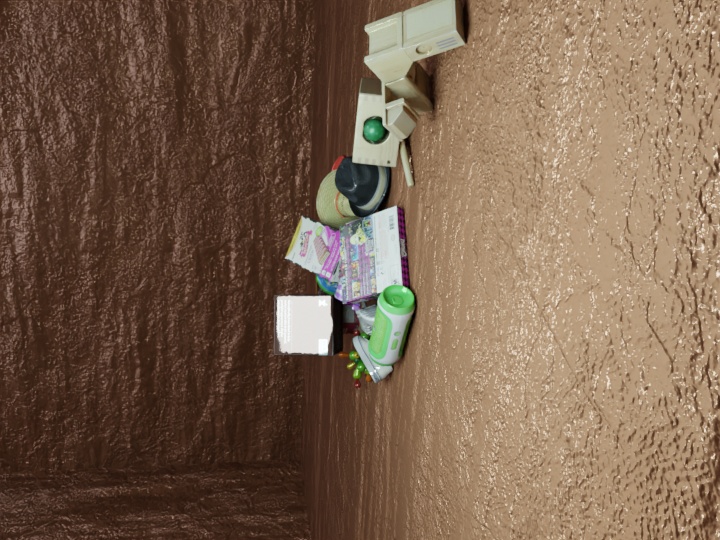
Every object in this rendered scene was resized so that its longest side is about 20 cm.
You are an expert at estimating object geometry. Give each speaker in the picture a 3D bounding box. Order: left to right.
[{"bbox_3d":[0.068,0.126,1.456,0.089,0.088,0.200,-100,14,-45],"label":"speaker"}]

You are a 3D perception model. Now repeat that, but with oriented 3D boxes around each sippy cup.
[{"bbox_3d":[-0.058,-0.011,1.891,0.130,0.177,0.140,106,175,-61],"label":"sippy cup"}]

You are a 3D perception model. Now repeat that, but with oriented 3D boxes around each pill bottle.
[{"bbox_3d":[-0.086,0.140,1.985,0.110,0.199,0.110,180,90,-80],"label":"pill bottle"}]

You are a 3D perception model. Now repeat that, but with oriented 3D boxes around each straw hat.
[{"bbox_3d":[-0.026,-0.197,1.880,0.085,0.201,0.202,16,109,42],"label":"straw hat"}]

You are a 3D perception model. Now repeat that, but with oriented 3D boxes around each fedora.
[{"bbox_3d":[-0.009,-0.237,1.698,0.200,0.091,0.201,-30,53,50],"label":"fedora"}]

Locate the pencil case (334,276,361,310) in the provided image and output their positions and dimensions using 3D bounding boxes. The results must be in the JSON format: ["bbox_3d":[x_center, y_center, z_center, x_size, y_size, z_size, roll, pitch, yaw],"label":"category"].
[{"bbox_3d":[0.000,0.000,1.726,0.085,0.084,0.200,26,99,42],"label":"pencil case"}]

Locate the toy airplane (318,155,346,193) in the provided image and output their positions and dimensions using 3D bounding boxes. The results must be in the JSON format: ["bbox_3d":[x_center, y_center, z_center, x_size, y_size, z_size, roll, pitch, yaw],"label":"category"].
[{"bbox_3d":[-0.060,-0.228,2.007,0.200,0.141,0.200,68,-151,-56],"label":"toy airplane"}]

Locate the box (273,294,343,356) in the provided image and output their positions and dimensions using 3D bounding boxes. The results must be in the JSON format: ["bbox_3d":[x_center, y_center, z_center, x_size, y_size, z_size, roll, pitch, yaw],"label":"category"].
[{"bbox_3d":[-0.141,0.152,1.818,0.200,0.164,0.166,33,-123,-82],"label":"box"}]

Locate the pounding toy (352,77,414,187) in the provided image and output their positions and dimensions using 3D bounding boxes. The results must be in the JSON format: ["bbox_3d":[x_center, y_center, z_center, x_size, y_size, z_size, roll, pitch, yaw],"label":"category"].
[{"bbox_3d":[0.059,-0.314,1.460,0.200,0.142,0.185,-86,2,-62],"label":"pounding toy"}]

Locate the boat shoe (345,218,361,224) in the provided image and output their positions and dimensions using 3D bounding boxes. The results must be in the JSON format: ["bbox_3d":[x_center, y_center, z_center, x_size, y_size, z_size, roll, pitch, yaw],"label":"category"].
[{"bbox_3d":[0.005,-0.117,1.807,0.200,0.067,0.057,-33,-73,-79],"label":"boat shoe"}]

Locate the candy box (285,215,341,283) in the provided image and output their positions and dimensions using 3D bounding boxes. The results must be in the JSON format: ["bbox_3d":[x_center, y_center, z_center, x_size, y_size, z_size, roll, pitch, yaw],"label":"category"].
[{"bbox_3d":[-0.107,-0.058,1.802,0.200,0.061,0.137,24,94,41],"label":"candy box"}]

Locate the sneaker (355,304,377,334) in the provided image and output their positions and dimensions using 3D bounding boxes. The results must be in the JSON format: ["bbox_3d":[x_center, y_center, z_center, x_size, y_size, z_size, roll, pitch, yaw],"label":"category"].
[{"bbox_3d":[0.039,0.135,1.714,0.200,0.075,0.082,168,85,-84],"label":"sneaker"}]

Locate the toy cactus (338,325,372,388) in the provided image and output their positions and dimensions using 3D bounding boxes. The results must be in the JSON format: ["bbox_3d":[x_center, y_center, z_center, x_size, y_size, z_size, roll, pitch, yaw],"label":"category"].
[{"bbox_3d":[-0.005,0.230,1.879,0.165,0.102,0.200,-85,-7,-48],"label":"toy cactus"}]

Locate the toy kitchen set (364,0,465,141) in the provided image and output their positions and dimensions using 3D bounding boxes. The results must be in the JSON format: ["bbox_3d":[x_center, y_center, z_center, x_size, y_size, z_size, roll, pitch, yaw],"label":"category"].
[{"bbox_3d":[0.128,-0.348,1.178,0.200,0.180,0.164,28,-123,-55],"label":"toy kitchen set"}]

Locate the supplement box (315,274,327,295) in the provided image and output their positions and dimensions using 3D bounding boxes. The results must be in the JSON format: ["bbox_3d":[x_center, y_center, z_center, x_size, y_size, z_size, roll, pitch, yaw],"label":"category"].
[{"bbox_3d":[-0.067,0.007,2.070,0.200,0.132,0.198,110,158,-60],"label":"supplement box"}]

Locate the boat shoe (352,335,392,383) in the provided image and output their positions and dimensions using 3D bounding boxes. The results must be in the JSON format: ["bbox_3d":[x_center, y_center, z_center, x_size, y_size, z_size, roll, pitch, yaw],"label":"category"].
[{"bbox_3d":[0.035,0.219,1.689,0.071,0.070,0.200,62,176,-23],"label":"boat shoe"}]

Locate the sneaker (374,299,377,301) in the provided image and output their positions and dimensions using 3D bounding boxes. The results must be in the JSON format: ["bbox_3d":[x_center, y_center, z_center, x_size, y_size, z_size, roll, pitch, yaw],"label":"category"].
[{"bbox_3d":[0.045,-0.012,1.612,0.114,0.076,0.200,128,136,-64],"label":"sneaker"}]

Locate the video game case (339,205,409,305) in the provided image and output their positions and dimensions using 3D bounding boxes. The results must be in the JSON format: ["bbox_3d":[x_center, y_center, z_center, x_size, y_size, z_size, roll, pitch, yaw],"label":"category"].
[{"bbox_3d":[0.029,-0.033,1.526,0.181,0.036,0.201,-18,67,37],"label":"video game case"}]
